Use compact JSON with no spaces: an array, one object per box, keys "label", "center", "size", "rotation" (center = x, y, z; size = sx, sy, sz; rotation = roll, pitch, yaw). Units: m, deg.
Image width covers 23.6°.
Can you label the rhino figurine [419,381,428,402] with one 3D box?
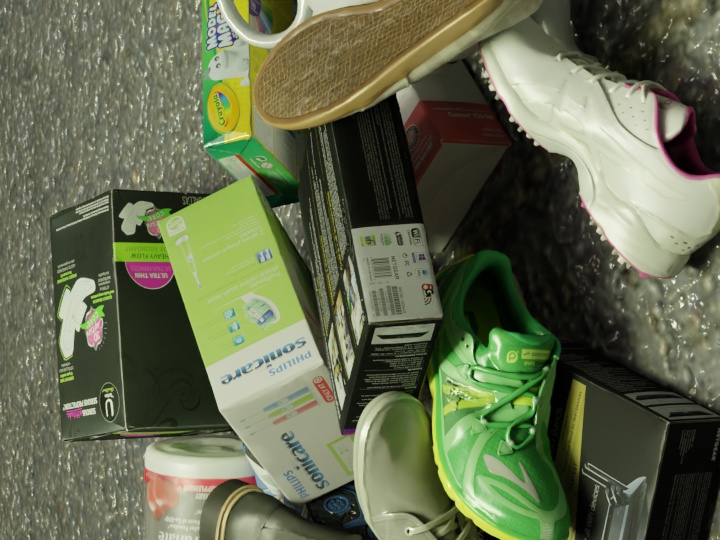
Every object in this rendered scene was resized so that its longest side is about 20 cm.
[{"label":"rhino figurine","center":[0.000,0.000,1.283],"size":[0.088,0.060,0.200],"rotation":[99,150,-55]}]

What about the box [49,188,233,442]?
[{"label":"box","center":[-0.170,0.041,1.477],"size":[0.124,0.148,0.201],"rotation":[-14,78,54]}]

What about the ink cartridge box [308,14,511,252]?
[{"label":"ink cartridge box","center":[0.020,-0.124,1.267],"size":[0.117,0.067,0.200],"rotation":[-58,46,39]}]

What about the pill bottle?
[{"label":"pill bottle","center":[-0.126,0.244,1.439],"size":[0.111,0.111,0.201],"rotation":[9,99,56]}]

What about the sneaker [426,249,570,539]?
[{"label":"sneaker","center":[0.084,0.076,1.065],"size":[0.084,0.074,0.200],"rotation":[-52,46,49]}]

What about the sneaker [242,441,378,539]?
[{"label":"sneaker","center":[-0.017,0.186,1.331],"size":[0.200,0.076,0.077],"rotation":[36,142,51]}]

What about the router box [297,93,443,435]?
[{"label":"router box","center":[0.002,-0.015,1.123],"size":[0.149,0.051,0.200],"rotation":[104,159,-57]}]

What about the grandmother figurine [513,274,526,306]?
[{"label":"grandmother figurine","center":[0.070,0.090,1.175],"size":[0.121,0.060,0.201],"rotation":[177,104,-79]}]

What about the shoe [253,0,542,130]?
[{"label":"shoe","center":[0.022,-0.136,1.053],"size":[0.200,0.053,0.070],"rotation":[-25,66,29]}]

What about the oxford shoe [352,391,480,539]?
[{"label":"oxford shoe","center":[0.048,0.168,1.094],"size":[0.058,0.075,0.200],"rotation":[11,121,54]}]

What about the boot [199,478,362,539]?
[{"label":"boot","center":[-0.051,0.266,1.279],"size":[0.138,0.077,0.200],"rotation":[14,121,41]}]

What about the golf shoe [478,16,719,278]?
[{"label":"golf shoe","center":[0.152,-0.094,1.043],"size":[0.092,0.075,0.200],"rotation":[-43,80,33]}]

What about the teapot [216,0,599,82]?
[{"label":"teapot","center":[0.030,-0.198,1.144],"size":[0.200,0.197,0.146],"rotation":[24,110,58]}]

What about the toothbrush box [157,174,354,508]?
[{"label":"toothbrush box","center":[-0.066,0.052,1.295],"size":[0.146,0.086,0.200],"rotation":[60,-174,-48]}]

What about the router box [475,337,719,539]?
[{"label":"router box","center":[0.142,0.160,1.091],"size":[0.157,0.052,0.200],"rotation":[29,114,53]}]

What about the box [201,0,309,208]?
[{"label":"box","center":[-0.081,-0.163,1.354],"size":[0.048,0.117,0.200],"rotation":[-11,63,20]}]
